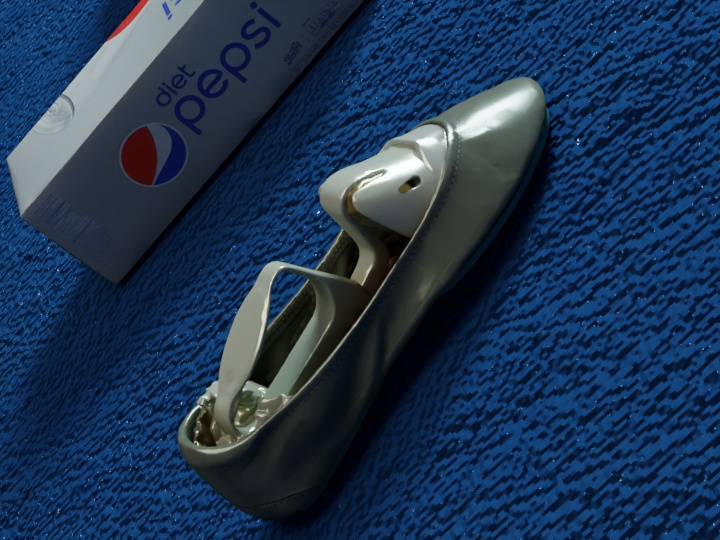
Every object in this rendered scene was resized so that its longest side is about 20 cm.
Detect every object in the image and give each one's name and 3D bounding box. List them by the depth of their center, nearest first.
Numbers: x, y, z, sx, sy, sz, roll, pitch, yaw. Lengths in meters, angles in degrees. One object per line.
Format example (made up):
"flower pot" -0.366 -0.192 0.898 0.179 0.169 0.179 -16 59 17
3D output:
"ballet flat" 0.000 0.000 0.854 0.201 0.064 0.067 -57 29 -5
"soda box" -0.082 -0.095 1.080 0.200 0.063 0.068 -48 29 13
